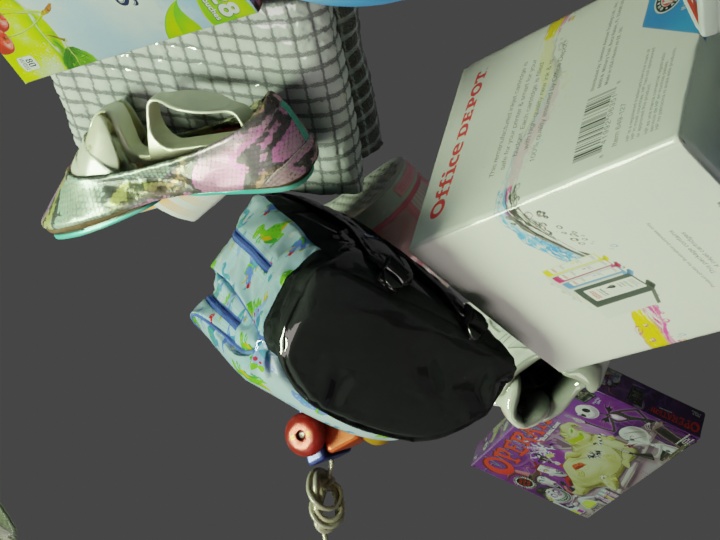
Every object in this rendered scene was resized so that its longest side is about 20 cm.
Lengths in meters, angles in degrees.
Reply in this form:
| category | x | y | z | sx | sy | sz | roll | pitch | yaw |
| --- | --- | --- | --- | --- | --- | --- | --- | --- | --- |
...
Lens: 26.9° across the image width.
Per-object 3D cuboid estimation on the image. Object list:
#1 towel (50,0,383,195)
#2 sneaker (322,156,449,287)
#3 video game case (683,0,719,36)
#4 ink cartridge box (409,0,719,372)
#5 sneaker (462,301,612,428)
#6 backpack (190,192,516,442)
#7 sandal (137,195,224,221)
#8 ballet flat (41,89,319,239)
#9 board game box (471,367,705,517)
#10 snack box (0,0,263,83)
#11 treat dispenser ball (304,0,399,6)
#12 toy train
| category | x | y | z | sx | sy | sz | roll | pitch | yaw |
| --- | --- | --- | --- | --- | --- | --- | --- | --- | --- |
| towel | -0.093 | -0.133 | 0.929 | 0.197 | 0.086 | 0.167 | 7 | 142 | 17 |
| sneaker | 0.000 | 0.000 | 1.087 | 0.104 | 0.076 | 0.199 | 40 | 139 | -20 |
| video game case | 0.125 | -0.219 | 0.642 | 0.017 | 0.144 | 0.201 | -16 | 141 | 3 |
| ink cartridge box | 0.155 | -0.055 | 0.854 | 0.144 | 0.149 | 0.199 | 38 | 144 | -27 |
| sneaker | 0.109 | 0.073 | 1.113 | 0.078 | 0.100 | 0.199 | 33 | 145 | -21 |
| backpack | -0.023 | 0.026 | 0.935 | 0.162 | 0.201 | 0.154 | 26 | 109 | -32 |
| sandal | -0.140 | -0.064 | 1.085 | 0.079 | 0.060 | 0.206 | 38 | 143 | -24 |
| ballet flat | -0.118 | -0.071 | 0.903 | 0.198 | 0.069 | 0.072 | -10 | 118 | 29 |
| board game box | 0.183 | 0.140 | 1.244 | 0.119 | 0.033 | 0.200 | 28 | 147 | -4 |
| snack box | -0.156 | -0.203 | 0.750 | 0.167 | 0.068 | 0.201 | -9 | 134 | 31 |
| treat dispenser ball | -0.004 | -0.217 | 0.651 | 0.198 | 0.203 | 0.202 | 14 | 147 | 9 |
| toy train | 0.008 | 0.120 | 1.172 | 0.114 | 0.203 | 0.084 | -12 | 176 | 27 |
